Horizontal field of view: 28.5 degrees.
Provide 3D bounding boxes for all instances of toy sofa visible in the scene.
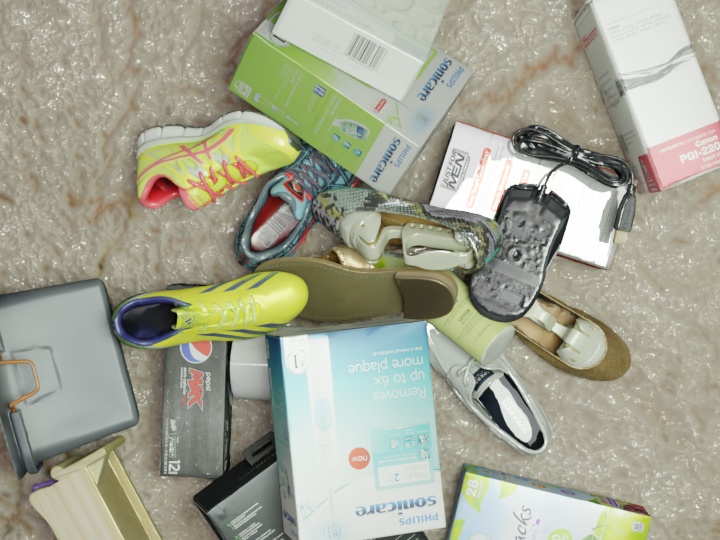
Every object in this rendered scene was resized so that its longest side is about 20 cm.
[{"bbox_3d":[-0.255,0.283,1.483,0.097,0.083,0.201,-29,90,7],"label":"toy sofa"}]

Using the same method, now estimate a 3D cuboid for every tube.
[{"bbox_3d":[0.070,0.019,1.468,0.200,0.058,0.052,41,136,25],"label":"tube"}]

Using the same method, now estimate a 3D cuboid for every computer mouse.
[{"bbox_3d":[0.196,-0.035,1.424,0.140,0.046,0.201,17,89,10],"label":"computer mouse"}]

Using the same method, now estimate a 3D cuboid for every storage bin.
[{"bbox_3d":[-0.311,0.099,1.463,0.134,0.146,0.201,-16,90,-8],"label":"storage bin"}]

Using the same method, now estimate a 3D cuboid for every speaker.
[{"bbox_3d":[-0.033,0.098,1.464,0.199,0.081,0.082,2,91,8],"label":"speaker"}]

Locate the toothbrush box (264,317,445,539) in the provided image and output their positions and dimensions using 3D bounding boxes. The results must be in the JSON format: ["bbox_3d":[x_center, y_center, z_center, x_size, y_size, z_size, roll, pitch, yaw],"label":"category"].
[{"bbox_3d":[-0.006,0.153,1.358,0.145,0.085,0.201,-5,92,-13],"label":"toothbrush box"}]

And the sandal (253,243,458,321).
[{"bbox_3d":[0.000,0.005,1.457,0.210,0.070,0.078,4,127,15],"label":"sandal"}]

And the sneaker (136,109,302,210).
[{"bbox_3d":[-0.147,-0.102,1.444,0.199,0.078,0.091,-8,58,31],"label":"sneaker"}]

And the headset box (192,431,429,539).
[{"bbox_3d":[-0.050,0.257,1.438,0.174,0.093,0.201,-36,100,-13],"label":"headset box"}]

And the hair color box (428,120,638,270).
[{"bbox_3d":[0.177,-0.077,1.478,0.199,0.061,0.102,19,92,0],"label":"hair color box"}]

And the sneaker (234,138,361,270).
[{"bbox_3d":[-0.057,-0.080,1.467,0.079,0.096,0.200,35,91,0],"label":"sneaker"}]

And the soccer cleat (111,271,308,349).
[{"bbox_3d":[-0.151,0.043,1.411,0.199,0.084,0.065,-9,91,4],"label":"soccer cleat"}]

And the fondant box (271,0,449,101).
[{"bbox_3d":[0.012,-0.276,1.414,0.144,0.201,0.058,27,134,-6],"label":"fondant box"}]

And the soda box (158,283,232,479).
[{"bbox_3d":[-0.170,0.114,1.488,0.070,0.063,0.201,2,91,1],"label":"soda box"}]

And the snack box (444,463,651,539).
[{"bbox_3d":[0.185,0.309,1.479,0.199,0.068,0.170,12,91,3],"label":"snack box"}]

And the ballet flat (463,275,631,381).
[{"bbox_3d":[0.196,0.055,1.473,0.199,0.072,0.068,34,88,1],"label":"ballet flat"}]

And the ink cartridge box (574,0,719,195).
[{"bbox_3d":[0.293,-0.185,1.431,0.084,0.146,0.201,-23,91,3],"label":"ink cartridge box"}]

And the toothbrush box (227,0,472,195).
[{"bbox_3d":[-0.009,-0.193,1.435,0.200,0.086,0.146,35,47,0],"label":"toothbrush box"}]

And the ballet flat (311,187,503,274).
[{"bbox_3d":[0.038,-0.036,1.396,0.199,0.072,0.073,10,91,15],"label":"ballet flat"}]

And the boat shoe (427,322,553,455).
[{"bbox_3d":[0.130,0.110,1.478,0.200,0.065,0.074,45,92,3],"label":"boat shoe"}]
